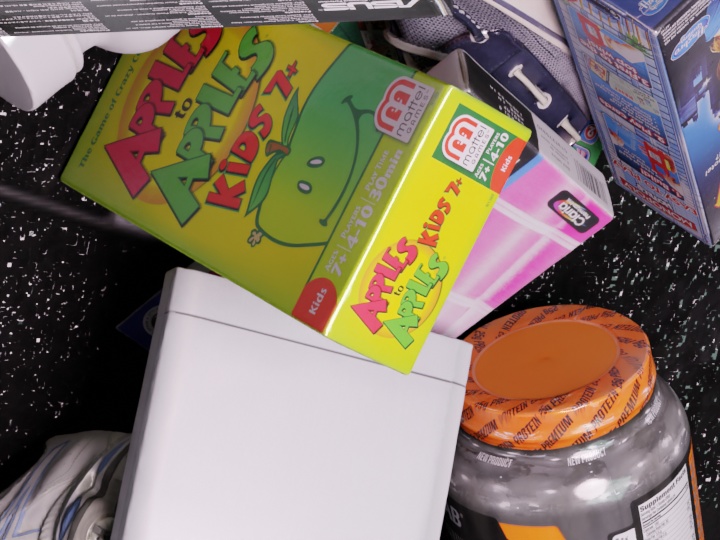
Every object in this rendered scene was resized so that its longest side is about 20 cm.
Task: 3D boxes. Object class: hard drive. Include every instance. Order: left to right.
[{"bbox_3d":[-0.034,0.111,1.006,0.132,0.027,0.200,15,77,-18],"label":"hard drive"}]

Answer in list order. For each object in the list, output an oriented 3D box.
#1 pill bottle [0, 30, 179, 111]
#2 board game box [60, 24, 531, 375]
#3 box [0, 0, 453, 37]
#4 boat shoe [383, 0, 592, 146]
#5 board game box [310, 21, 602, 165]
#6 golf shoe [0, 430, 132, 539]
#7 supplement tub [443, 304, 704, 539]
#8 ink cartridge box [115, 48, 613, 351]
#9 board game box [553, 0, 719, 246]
[{"bbox_3d":[-0.080,-0.157,0.955,0.200,0.112,0.112,-43,128,-15],"label":"pill bottle"},{"bbox_3d":[-0.031,-0.044,0.978,0.048,0.200,0.102,25,92,-40],"label":"board game box"},{"bbox_3d":[-0.066,-0.179,0.867,0.048,0.199,0.194,41,48,-74],"label":"box"},{"bbox_3d":[0.040,-0.086,1.046,0.200,0.075,0.093,24,96,-52],"label":"boat shoe"},{"bbox_3d":[0.038,-0.094,1.122,0.200,0.029,0.135,21,95,-40],"label":"board game box"},{"bbox_3d":[-0.148,0.146,1.027,0.200,0.097,0.078,-48,127,-25],"label":"golf shoe"},{"bbox_3d":[0.102,0.125,1.196,0.122,0.122,0.200,-26,121,-26],"label":"supplement tub"},{"bbox_3d":[0.000,0.000,1.051,0.200,0.037,0.095,-37,124,24],"label":"ink cartridge box"},{"bbox_3d":[0.164,-0.113,1.076,0.200,0.062,0.200,-43,153,-22],"label":"board game box"}]
